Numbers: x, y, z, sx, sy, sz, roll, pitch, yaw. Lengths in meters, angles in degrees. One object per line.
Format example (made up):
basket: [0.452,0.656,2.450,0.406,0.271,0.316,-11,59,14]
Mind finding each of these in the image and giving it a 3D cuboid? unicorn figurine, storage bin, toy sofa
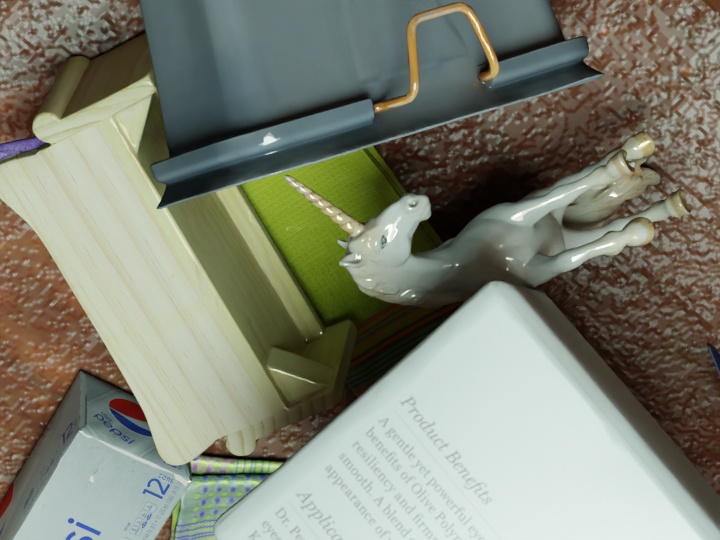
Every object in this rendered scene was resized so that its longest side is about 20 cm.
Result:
unicorn figurine: [0.076,-0.019,1.186,0.137,0.200,0.074,-23,72,21]
storage bin: [-0.006,-0.121,1.112,0.199,0.145,0.135,-19,94,-27]
toy sofa: [-0.090,-0.011,1.213,0.097,0.083,0.201,-24,111,17]

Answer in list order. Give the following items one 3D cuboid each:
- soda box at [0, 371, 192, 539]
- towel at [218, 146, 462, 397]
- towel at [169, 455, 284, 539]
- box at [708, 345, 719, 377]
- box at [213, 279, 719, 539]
soda box: [-0.166,0.156,1.310,0.068,0.064,0.201,25,112,-17]
towel: [0.000,0.000,1.273,0.086,0.018,0.200,-32,114,10]
towel: [-0.041,0.196,1.363,0.143,0.023,0.201,5,116,-7]
box: [0.259,0.124,1.297,0.032,0.121,0.200,-38,113,15]
box: [0.074,0.132,1.120,0.171,0.200,0.199,-41,82,7]
